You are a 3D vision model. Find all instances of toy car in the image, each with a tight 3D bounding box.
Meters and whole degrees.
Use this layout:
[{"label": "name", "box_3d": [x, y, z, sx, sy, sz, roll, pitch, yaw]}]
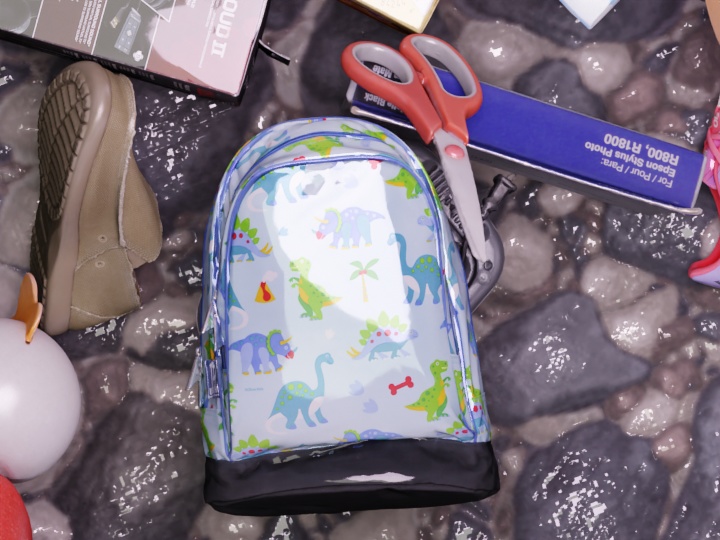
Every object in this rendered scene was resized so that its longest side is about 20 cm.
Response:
[{"label": "toy car", "box_3d": [-0.218, 0.100, 1.583, 0.184, 0.177, 0.201, 24, 74, -14]}]

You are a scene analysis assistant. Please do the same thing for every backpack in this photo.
[{"label": "backpack", "box_3d": [-0.012, 0.019, 1.464, 0.162, 0.154, 0.201, -2, 77, 4]}]

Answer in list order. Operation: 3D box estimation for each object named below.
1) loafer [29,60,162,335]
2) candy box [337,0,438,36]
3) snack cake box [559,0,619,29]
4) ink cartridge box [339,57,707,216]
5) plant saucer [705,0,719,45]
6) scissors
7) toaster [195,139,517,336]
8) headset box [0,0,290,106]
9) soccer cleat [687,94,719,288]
[{"label": "loafer", "box_3d": [-0.145, -0.042, 1.574, 0.067, 0.200, 0.076, -5, 54, -18]}, {"label": "candy box", "box_3d": [-0.044, -0.200, 1.582, 0.199, 0.117, 0.057, 26, 92, -3]}, {"label": "snack cake box", "box_3d": [0.082, -0.232, 1.579, 0.200, 0.115, 0.067, 44, 104, -3]}, {"label": "ink cartridge box", "box_3d": [0.088, -0.076, 1.550, 0.199, 0.200, 0.041, 17, 92, -3]}, {"label": "plant saucer", "box_3d": [0.276, -0.169, 1.539, 0.199, 0.032, 0.202, 0, 89, -29]}, {"label": "scissors", "box_3d": [0.051, -0.065, 1.430, 0.073, 0.200, 0.014, 1, 125, -28]}, {"label": "toaster", "box_3d": [0.000, 0.000, 1.586, 0.200, 0.129, 0.114, -41, 94, 1]}, {"label": "headset box", "box_3d": [-0.133, -0.149, 1.566, 0.199, 0.149, 0.078, 17, 91, -3]}, {"label": "soccer cleat", "box_3d": [0.229, -0.086, 1.622, 0.076, 0.067, 0.201, 1, 96, 2]}]
